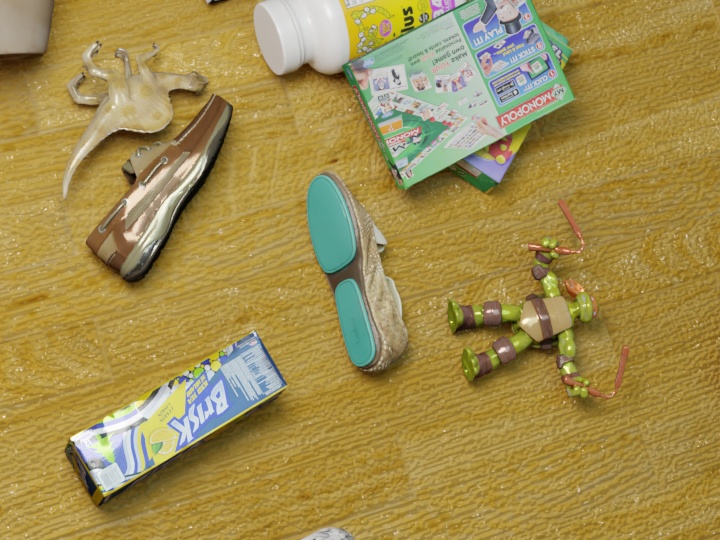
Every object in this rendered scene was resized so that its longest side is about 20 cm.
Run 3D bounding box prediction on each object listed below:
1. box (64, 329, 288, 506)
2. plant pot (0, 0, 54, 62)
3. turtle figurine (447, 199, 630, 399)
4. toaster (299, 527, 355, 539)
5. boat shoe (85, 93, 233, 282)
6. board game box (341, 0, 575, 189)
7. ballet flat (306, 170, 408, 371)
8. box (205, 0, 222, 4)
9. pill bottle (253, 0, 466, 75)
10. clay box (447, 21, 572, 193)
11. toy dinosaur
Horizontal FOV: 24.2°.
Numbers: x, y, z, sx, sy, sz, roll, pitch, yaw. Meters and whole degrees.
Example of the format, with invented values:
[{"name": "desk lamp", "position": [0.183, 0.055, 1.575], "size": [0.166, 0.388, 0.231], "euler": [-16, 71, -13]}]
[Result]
[{"name": "box", "position": [-0.169, 0.136, 1.538], "size": [0.199, 0.070, 0.065], "euler": [-30, 83, -20]}, {"name": "plant pot", "position": [-0.359, -0.281, 1.551], "size": [0.199, 0.200, 0.175], "euler": [-6, 95, -16]}, {"name": "turtle figurine", "position": [0.169, 0.041, 1.656], "size": [0.160, 0.064, 0.201], "euler": [-13, 88, -10]}, {"name": "toaster", "position": [-0.060, 0.319, 1.500], "size": [0.199, 0.114, 0.130], "euler": [-25, 79, -17]}, {"name": "boat shoe", "position": [-0.191, -0.087, 1.591], "size": [0.074, 0.076, 0.201], "euler": [30, 70, -2]}, {"name": "board game box", "position": [0.097, -0.184, 1.646], "size": [0.199, 0.029, 0.135], "euler": [-28, 101, -13]}, {"name": "ballet flat", "position": [0.000, 0.000, 1.632], "size": [0.065, 0.070, 0.201], "euler": [-5, 78, -44]}, {"name": "box", "position": [-0.108, -0.358, 1.619], "size": [0.035, 0.200, 0.111], "euler": [-22, 81, -47]}, {"name": "pill bottle", "position": [-0.002, -0.258, 1.668], "size": [0.199, 0.104, 0.105], "euler": [-20, 82, -18]}, {"name": "clay box", "position": [0.133, -0.194, 1.716], "size": [0.114, 0.048, 0.201], "euler": [32, 72, -6]}, {"name": "toy dinosaur", "position": [-0.231, -0.163, 1.598], "size": [0.101, 0.058, 0.200], "euler": [45, 60, 11]}]
